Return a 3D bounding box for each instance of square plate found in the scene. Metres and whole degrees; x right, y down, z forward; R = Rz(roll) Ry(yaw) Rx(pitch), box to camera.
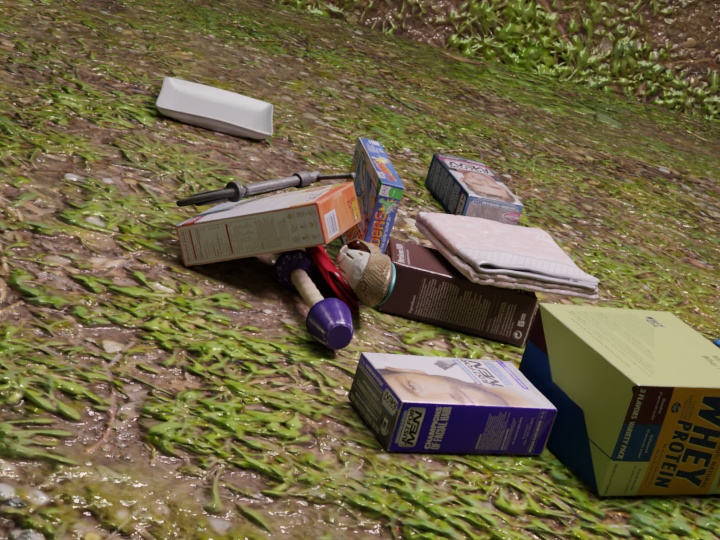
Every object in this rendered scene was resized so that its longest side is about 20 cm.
[{"bbox_3d":[-0.246,-0.272,2.423,0.198,0.029,0.198,14,19,-8],"label":"square plate"}]

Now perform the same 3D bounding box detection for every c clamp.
[{"bbox_3d":[-0.133,-0.109,1.850,0.199,0.027,0.170,-15,7,-43],"label":"c clamp"}]

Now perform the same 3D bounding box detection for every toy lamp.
[{"bbox_3d":[-0.054,0.036,1.715,0.058,0.059,0.200,8,22,-22],"label":"toy lamp"}]

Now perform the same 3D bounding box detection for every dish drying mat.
[{"bbox_3d":[-0.050,-0.015,1.851,0.077,0.018,0.200,49,3,-30],"label":"dish drying mat"}]

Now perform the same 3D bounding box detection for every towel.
[{"bbox_3d":[0.193,-0.023,1.877,0.198,0.033,0.191,9,20,-25],"label":"towel"}]

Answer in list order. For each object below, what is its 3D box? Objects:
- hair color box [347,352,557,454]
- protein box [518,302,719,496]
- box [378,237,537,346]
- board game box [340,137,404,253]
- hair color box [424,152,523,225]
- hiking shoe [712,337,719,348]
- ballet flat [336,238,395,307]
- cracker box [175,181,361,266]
[{"bbox_3d":[0.099,0.144,1.541,0.198,0.066,0.109,4,24,-28],"label":"hair color box"},{"bbox_3d":[0.311,0.144,1.602,0.198,0.136,0.199,4,22,-30],"label":"protein box"},{"bbox_3d":[0.124,0.027,1.861,0.197,0.076,0.100,13,20,-6],"label":"box"},{"bbox_3d":[0.010,-0.090,1.984,0.034,0.137,0.200,12,19,-14],"label":"board game box"},{"bbox_3d":[0.183,-0.125,2.328,0.099,0.061,0.200,9,22,-19],"label":"hair color box"},{"bbox_3d":[0.547,0.091,2.005,0.074,0.088,0.199,28,23,30],"label":"hiking shoe"},{"bbox_3d":[0.000,0.000,1.803,0.065,0.071,0.200,25,3,-9],"label":"ballet flat"},{"bbox_3d":[-0.114,-0.059,1.792,0.198,0.058,0.134,-8,12,22],"label":"cracker box"}]
